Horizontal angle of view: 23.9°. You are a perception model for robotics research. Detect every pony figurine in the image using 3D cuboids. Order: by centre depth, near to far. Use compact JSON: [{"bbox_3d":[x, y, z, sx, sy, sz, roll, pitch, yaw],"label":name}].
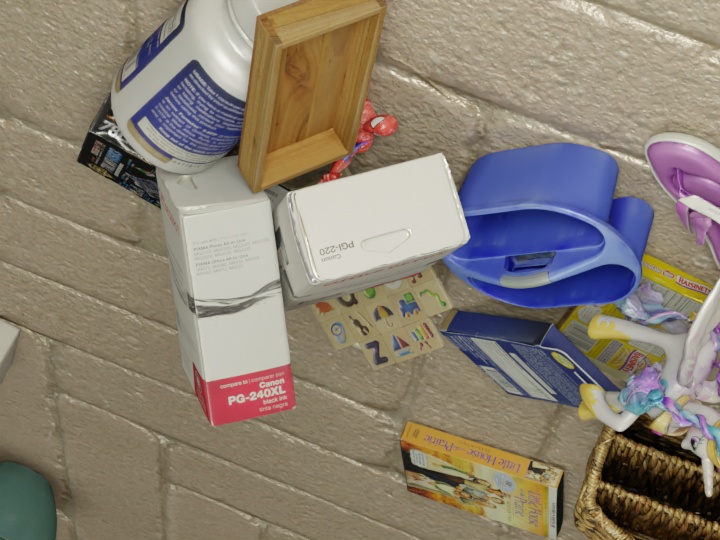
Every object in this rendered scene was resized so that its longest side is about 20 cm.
[{"bbox_3d":[0.288,0.081,1.470,0.166,0.194,0.200,33,175,-39],"label":"pony figurine"}]

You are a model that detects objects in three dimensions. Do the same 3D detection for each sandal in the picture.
[{"bbox_3d":[0.303,-0.039,1.427,0.082,0.050,0.203,-6,138,43],"label":"sandal"}]

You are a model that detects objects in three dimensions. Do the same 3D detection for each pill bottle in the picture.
[{"bbox_3d":[-0.113,-0.177,1.434,0.119,0.120,0.200,36,137,-20],"label":"pill bottle"}]

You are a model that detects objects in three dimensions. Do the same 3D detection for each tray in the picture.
[{"bbox_3d":[-0.042,-0.146,1.368,0.037,0.098,0.200,57,157,23],"label":"tray"}]

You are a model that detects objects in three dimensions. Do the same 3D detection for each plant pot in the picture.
[{"bbox_3d":[-0.563,0.384,2.705,0.199,0.135,0.201,19,151,11],"label":"plant pot"}]

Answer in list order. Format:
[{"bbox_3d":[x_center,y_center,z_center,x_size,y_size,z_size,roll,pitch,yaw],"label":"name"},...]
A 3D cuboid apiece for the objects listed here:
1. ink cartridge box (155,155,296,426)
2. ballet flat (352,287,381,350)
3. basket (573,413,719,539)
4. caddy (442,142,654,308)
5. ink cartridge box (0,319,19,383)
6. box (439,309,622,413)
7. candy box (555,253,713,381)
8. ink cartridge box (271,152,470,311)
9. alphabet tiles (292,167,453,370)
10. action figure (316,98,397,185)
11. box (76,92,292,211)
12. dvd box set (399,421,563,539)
[{"bbox_3d":[-0.120,0.013,1.509,0.083,0.145,0.201,-10,112,-12],"label":"ink cartridge box"},{"bbox_3d":[0.015,0.039,1.755,0.067,0.073,0.200,20,151,5],"label":"ballet flat"},{"bbox_3d":[0.330,0.236,1.766,0.199,0.143,0.149,21,152,5],"label":"basket"},{"bbox_3d":[0.160,-0.028,1.495,0.199,0.105,0.141,-6,140,43],"label":"caddy"},{"bbox_3d":[-0.580,0.116,2.263,0.199,0.145,0.147,27,152,-3],"label":"ink cartridge box"},{"bbox_3d":[0.181,0.093,1.715,0.121,0.032,0.200,43,162,-29],"label":"box"},{"bbox_3d":[0.257,0.046,1.628,0.102,0.027,0.200,23,152,-3],"label":"candy box"},{"bbox_3d":[-0.004,-0.029,1.486,0.145,0.085,0.200,-15,177,-13],"label":"ink cartridge box"},{"bbox_3d":[0.000,0.000,1.665,0.166,0.006,0.201,-22,101,43],"label":"alphabet tiles"},{"bbox_3d":[-0.065,-0.123,1.519,0.199,0.099,0.066,4,119,29],"label":"action figure"},{"bbox_3d":[-0.176,-0.090,1.657,0.198,0.050,0.200,30,169,-8],"label":"box"},{"bbox_3d":[0.148,0.255,2.055,0.199,0.030,0.147,17,150,16],"label":"dvd box set"}]
